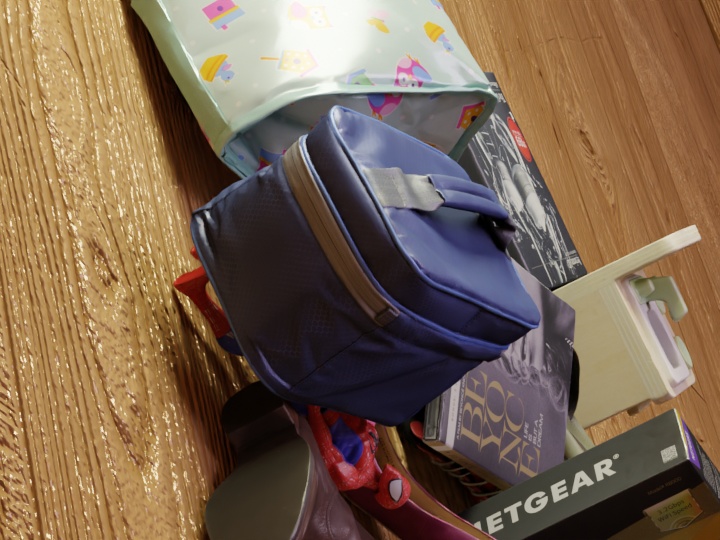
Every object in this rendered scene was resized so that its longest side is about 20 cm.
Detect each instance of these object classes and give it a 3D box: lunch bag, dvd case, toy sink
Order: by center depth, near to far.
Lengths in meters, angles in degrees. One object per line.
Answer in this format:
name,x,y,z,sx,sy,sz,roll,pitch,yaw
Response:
lunch bag,0.016,-0.003,1.530,0.200,0.132,0.136,17,42,-59
lunch bag,-0.041,-0.132,1.705,0.200,0.122,0.171,-4,50,-33
dvd case,0.095,0.067,1.759,0.200,0.016,0.149,35,57,-57
toy sink,0.185,0.060,2.033,0.112,0.200,0.130,64,15,3

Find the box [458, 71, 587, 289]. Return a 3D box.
box,0.075,-0.050,2.035,0.183,0.104,0.200,65,16,2

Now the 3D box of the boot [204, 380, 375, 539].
boot,-0.011,0.179,1.479,0.200,0.064,0.187,61,13,-24

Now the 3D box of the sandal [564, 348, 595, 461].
sandal,0.137,0.081,1.890,0.201,0.057,0.080,52,15,2

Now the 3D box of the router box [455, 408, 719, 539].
router box,0.155,0.195,1.721,0.157,0.200,0.052,51,19,-34

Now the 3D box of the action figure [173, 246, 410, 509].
action figure,-0.032,0.066,1.581,0.200,0.052,0.065,55,23,-20

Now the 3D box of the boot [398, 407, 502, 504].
boot,0.092,0.150,1.840,0.200,0.072,0.144,58,15,11

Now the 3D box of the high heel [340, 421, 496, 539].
high heel,0.042,0.134,1.646,0.200,0.096,0.067,66,18,8
